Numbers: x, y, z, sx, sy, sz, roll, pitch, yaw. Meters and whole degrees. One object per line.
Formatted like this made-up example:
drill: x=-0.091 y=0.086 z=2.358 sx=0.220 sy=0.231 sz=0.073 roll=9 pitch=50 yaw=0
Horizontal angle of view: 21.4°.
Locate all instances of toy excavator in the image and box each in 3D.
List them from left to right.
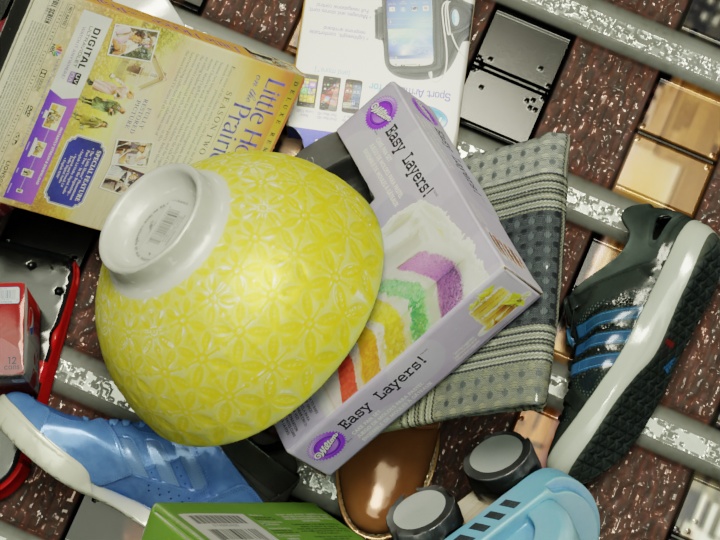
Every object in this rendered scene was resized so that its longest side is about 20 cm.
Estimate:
toy excavator: x=0.092 y=0.210 z=1.155 sx=0.194 sy=0.200 sz=0.100 roll=-35 pitch=121 yaw=-19

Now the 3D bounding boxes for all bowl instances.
bowl: x=-0.096 y=-0.004 z=1.166 sx=0.200 sy=0.108 sz=0.200 roll=-24 pitch=44 yaw=25

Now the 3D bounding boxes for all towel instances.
towel: x=0.045 y=0.016 z=1.225 sx=0.200 sy=0.035 sz=0.193 roll=-12 pitch=60 yaw=34

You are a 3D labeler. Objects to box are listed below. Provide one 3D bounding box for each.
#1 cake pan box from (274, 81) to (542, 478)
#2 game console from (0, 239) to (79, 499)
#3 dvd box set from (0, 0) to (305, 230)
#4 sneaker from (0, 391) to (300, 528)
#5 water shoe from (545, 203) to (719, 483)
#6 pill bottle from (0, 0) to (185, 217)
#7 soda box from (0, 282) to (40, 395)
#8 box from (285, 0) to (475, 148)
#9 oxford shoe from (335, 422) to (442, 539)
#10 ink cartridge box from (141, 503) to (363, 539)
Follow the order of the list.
cake pan box: x=0.000 y=0.000 z=1.213 sx=0.184 sy=0.052 sz=0.200 roll=-39 pitch=47 yaw=14
game console: x=-0.306 y=0.055 z=1.291 sx=0.200 sy=0.031 sz=0.177 roll=13 pitch=76 yaw=1
dvd box set: x=-0.151 y=-0.095 z=1.233 sx=0.200 sy=0.029 sz=0.147 roll=15 pitch=110 yaw=-32
sneaker: x=-0.134 y=0.108 z=1.248 sx=0.200 sy=0.077 sz=0.111 roll=33 pitch=87 yaw=-4
water shoe: x=0.169 y=0.050 z=1.282 sx=0.079 sy=0.072 sz=0.200 roll=28 pitch=82 yaw=32
pill bottle: x=-0.212 y=-0.120 z=1.276 sx=0.200 sy=0.110 sz=0.110 roll=-34 pitch=82 yaw=-6
soda box: x=-0.312 y=0.047 z=1.240 sx=0.200 sy=0.070 sz=0.064 roll=-1 pitch=76 yaw=-2
box: x=0.017 y=-0.161 z=1.322 sx=0.119 sy=0.041 sz=0.200 roll=8 pitch=83 yaw=1
oxford shoe: x=0.027 y=0.081 z=1.265 sx=0.071 sy=0.071 sz=0.200 roll=14 pitch=82 yaw=0
ink cartridge box: x=-0.086 y=0.252 z=1.191 sx=0.076 sy=0.148 sz=0.200 roll=30 pitch=104 yaw=40
